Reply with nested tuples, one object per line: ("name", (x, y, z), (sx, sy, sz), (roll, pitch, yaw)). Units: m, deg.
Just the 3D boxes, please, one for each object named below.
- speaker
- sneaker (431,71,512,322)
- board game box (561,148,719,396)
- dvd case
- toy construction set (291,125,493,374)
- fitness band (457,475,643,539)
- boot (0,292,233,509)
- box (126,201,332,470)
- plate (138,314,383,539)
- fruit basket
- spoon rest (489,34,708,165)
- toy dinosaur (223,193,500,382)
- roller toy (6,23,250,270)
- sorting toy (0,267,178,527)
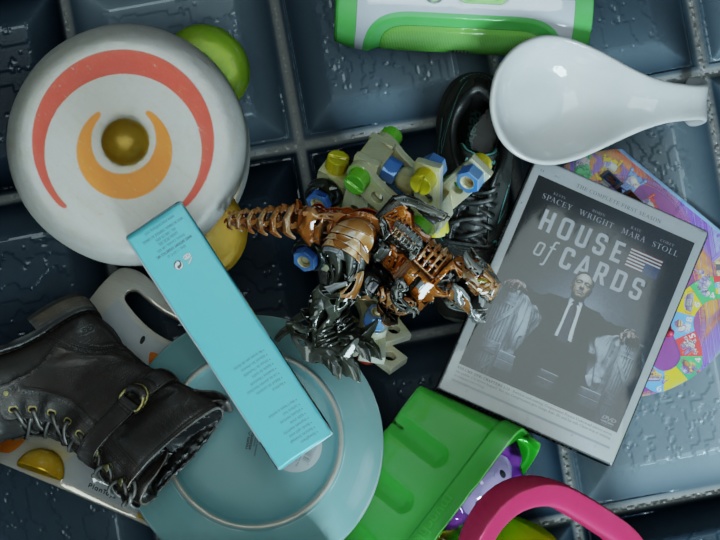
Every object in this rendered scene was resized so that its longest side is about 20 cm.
("speaker", (0.080, -0.211, 1.701), (0.199, 0.088, 0.089), (3, 89, -2))
("sneaker", (0.081, -0.059, 1.704), (0.075, 0.079, 0.201), (2, 91, -2))
("board game box", (0.212, 0.004, 1.725), (0.200, 0.039, 0.158), (39, 88, 0))
("dvd case", (0.165, 0.031, 1.683), (0.150, 0.025, 0.200), (23, 82, 0))
("toy construction set", (0.016, -0.024, 1.674), (0.131, 0.092, 0.200), (24, 119, 10))
("fitness band", (0.144, 0.238, 1.638), (0.200, 0.037, 0.144), (34, 78, -36))
("boot", (-0.215, 0.117, 1.592), (0.200, 0.069, 0.174), (-41, 59, -14))
("box", (-0.096, 0.046, 1.571), (0.049, 0.082, 0.200), (-34, 93, -4))
("plate", (-0.081, 0.129, 1.629), (0.199, 0.026, 0.201), (1, 75, -3))
("fruit basket", (0.084, 0.217, 1.677), (0.215, 0.156, 0.216), (-2, 78, 12))
("spoon rest", (0.191, -0.133, 1.681), (0.199, 0.061, 0.100), (-3, 96, -25))
("toy dinosaur", (0.000, 0.000, 1.602), (0.200, 0.102, 0.136), (27, 106, 29))
("roller toy", (-0.177, -0.093, 1.665), (0.182, 0.140, 0.201), (0, 90, -1))
("sorting toy", (-0.170, 0.100, 1.689), (0.200, 0.107, 0.180), (23, 81, -2))
